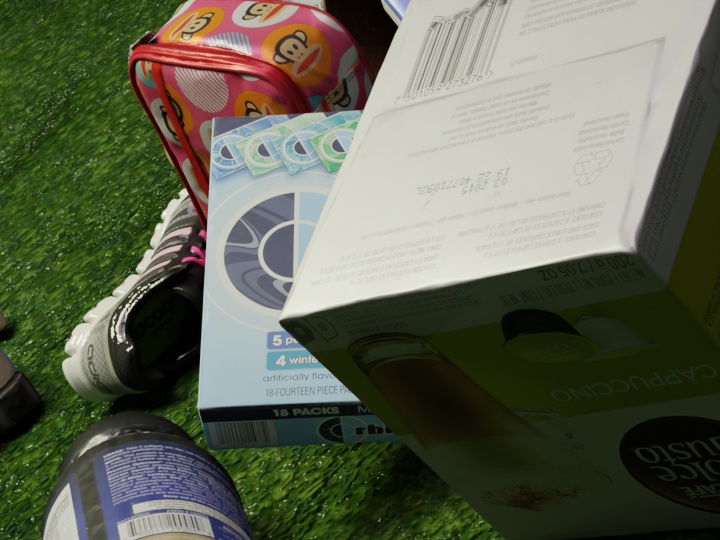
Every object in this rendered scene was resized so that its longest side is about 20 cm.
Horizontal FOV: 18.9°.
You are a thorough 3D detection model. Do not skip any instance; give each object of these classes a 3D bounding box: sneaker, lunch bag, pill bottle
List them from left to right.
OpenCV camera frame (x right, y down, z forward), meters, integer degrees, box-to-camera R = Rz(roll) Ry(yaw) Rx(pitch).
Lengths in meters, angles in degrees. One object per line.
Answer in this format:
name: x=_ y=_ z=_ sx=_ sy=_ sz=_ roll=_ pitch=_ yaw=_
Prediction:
pill bottle: x=-0.109 y=0.153 z=1.128 sx=0.111 sy=0.112 sz=0.200 roll=-33 pitch=24 yaw=2
sneaker: x=-0.112 y=0.010 z=1.450 sx=0.200 sy=0.074 sz=0.087 roll=-50 pitch=28 yaw=-21
lunch bag: x=-0.058 y=-0.077 z=1.360 sx=0.175 sy=0.201 sz=0.082 roll=13 pitch=49 yaw=41

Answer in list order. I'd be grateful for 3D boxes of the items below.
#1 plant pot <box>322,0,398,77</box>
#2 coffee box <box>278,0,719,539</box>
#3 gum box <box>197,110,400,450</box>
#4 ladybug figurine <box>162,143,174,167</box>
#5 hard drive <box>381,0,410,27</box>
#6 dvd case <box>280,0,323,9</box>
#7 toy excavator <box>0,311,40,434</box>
plant pot: x=0.107 y=-0.182 z=1.409 sx=0.199 sy=0.189 sz=0.186 roll=-20 pitch=16 yaw=-28
coffee box: x=0.121 y=-0.012 z=0.997 sx=0.199 sy=0.198 sz=0.201 roll=-11 pitch=46 yaw=41
gum box: x=0.000 y=0.000 z=1.191 sx=0.168 sy=0.045 sz=0.201 roll=-3 pitch=54 yaw=4
ladybug figurine: x=-0.095 y=-0.134 z=1.692 sx=0.136 sy=0.072 sz=0.199 roll=-44 pitch=26 yaw=-21
hard drive: x=0.115 y=-0.125 z=1.218 sx=0.131 sy=0.025 sz=0.200 roll=-33 pitch=57 yaw=-5
dvd case: x=0.010 y=-0.142 z=1.534 sx=0.149 sy=0.025 sz=0.201 roll=-25 pitch=50 yaw=21
toy excavator: x=-0.310 y=0.074 z=1.571 sx=0.195 sy=0.100 sz=0.199 roll=-47 pitch=18 yaw=-30
